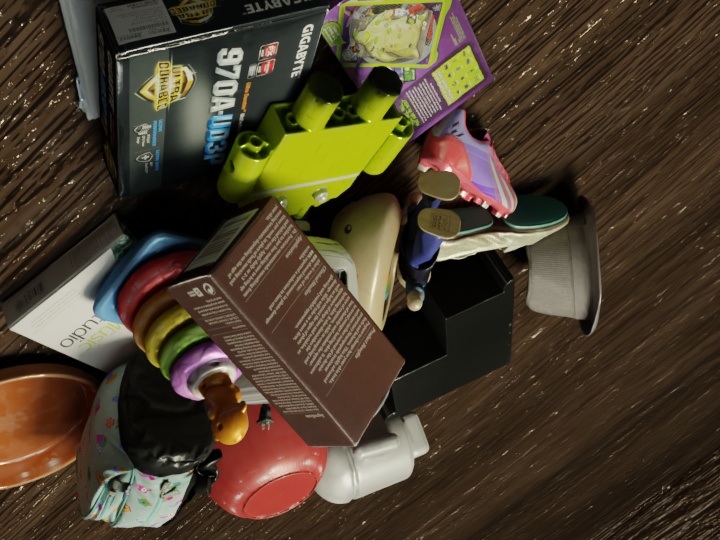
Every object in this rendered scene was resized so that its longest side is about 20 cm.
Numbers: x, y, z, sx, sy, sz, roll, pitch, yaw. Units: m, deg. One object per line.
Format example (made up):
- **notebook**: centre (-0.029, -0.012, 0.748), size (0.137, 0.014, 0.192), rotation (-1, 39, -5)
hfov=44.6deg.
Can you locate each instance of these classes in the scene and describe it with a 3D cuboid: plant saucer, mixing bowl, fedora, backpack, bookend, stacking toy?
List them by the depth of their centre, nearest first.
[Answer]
- **stacking toy**: centre (-0.144, 0.071, 0.782), size (0.116, 0.201, 0.109), rotation (-47, 144, 18)
- **backpack**: centre (-0.227, 0.184, 0.926), size (0.125, 0.168, 0.201), rotation (14, 134, -21)
- **plant saucer**: centre (-0.369, 0.165, 0.936), size (0.198, 0.032, 0.201), rotation (-22, 144, -16)
- **mixing bowl**: centre (-0.116, 0.227, 1.063), size (0.198, 0.109, 0.201), rotation (-20, 144, -15)
- **fedora**: centre (0.255, -0.003, 1.135), size (0.089, 0.180, 0.200), rotation (-4, 176, 10)
- **bookend**: centre (0.092, 0.077, 1.144), size (0.198, 0.093, 0.200), rotation (-24, 144, -9)

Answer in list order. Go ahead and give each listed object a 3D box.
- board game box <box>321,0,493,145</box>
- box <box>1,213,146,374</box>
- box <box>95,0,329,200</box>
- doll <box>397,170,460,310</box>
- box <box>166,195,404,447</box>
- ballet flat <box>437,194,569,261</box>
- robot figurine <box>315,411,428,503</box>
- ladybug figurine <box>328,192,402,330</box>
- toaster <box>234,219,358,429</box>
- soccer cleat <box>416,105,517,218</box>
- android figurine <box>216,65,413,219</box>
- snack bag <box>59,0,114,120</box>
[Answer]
- **board game box**: centre (0.042, -0.204, 0.801), size (0.120, 0.032, 0.200), rotation (-39, 146, 2)
- **box**: centre (-0.232, 0.038, 0.880), size (0.144, 0.037, 0.200), rotation (-37, 148, 7)
- **box**: centre (-0.120, -0.140, 0.682), size (0.157, 0.046, 0.200), rotation (-19, 162, -23)
- **doll**: centre (0.064, -0.024, 0.928), size (0.048, 0.138, 0.200), rotation (4, 160, -4)
- **box**: centre (-0.058, 0.048, 0.750), size (0.074, 0.201, 0.100), rotation (-15, -149, 47)
- **ballet flat**: centre (0.157, -0.050, 1.063), size (0.197, 0.068, 0.063), rotation (-7, 139, -19)
- **robot figurine**: centre (0.000, 0.273, 1.300), size (0.198, 0.114, 0.170), rotation (-16, 162, -24)
- **ladybug figurine**: centre (0.000, 0.000, 0.957), size (0.071, 0.137, 0.201), rotation (11, 136, 6)
- **toaster**: centre (-0.075, 0.055, 0.869), size (0.113, 0.203, 0.128), rotation (6, 169, -41)
- **soccer cleat**: centre (0.131, -0.114, 0.962), size (0.199, 0.066, 0.077), rotation (20, 100, -54)
- **android figurine**: centre (-0.042, -0.100, 0.772), size (0.180, 0.041, 0.200), rotation (-15, 158, -36)
- **snack bag**: centre (-0.131, -0.210, 0.659), size (0.198, 0.022, 0.190), rotation (-20, 145, -18)
